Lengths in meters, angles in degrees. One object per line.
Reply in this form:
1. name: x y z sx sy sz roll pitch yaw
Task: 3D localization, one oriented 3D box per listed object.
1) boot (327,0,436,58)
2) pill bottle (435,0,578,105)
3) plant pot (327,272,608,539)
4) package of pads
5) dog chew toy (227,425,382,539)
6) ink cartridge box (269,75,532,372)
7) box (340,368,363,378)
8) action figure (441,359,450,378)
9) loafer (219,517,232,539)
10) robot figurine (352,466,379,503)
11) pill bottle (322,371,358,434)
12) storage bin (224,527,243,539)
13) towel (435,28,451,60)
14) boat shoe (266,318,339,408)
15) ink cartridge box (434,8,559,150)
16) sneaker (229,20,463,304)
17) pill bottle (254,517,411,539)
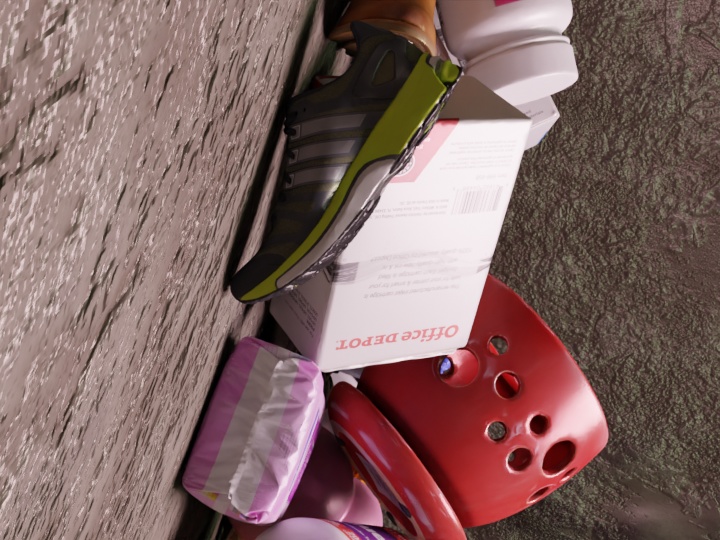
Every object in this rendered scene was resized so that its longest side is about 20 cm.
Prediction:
1. boot: 0.033 -0.223 0.823 0.200 0.073 0.156 -124 -128 -78
2. pill bottle: 0.116 -0.248 0.993 0.113 0.112 0.202 75 1 -85
3. plant pot: 0.081 0.125 1.000 0.182 0.201 0.201 -35 168 -13
4. package of pads: -0.076 0.130 0.888 0.200 0.075 0.121 97 16 -76
5. dog chew toy: -0.037 0.232 1.081 0.124 0.200 0.125 -34 -157 16
6. ink cartridge box: 0.026 -0.036 0.865 0.084 0.143 0.202 46 -48 46
7. box: 0.000 0.000 1.154 0.201 0.114 0.133 104 5 -55
8. action figure: 0.062 0.092 1.158 0.200 0.065 0.099 -48 173 -40
9. loafer: -0.118 0.280 1.217 0.071 0.072 0.202 91 8 -66
10. robot figurine: 0.032 0.197 1.221 0.199 0.058 0.146 -18 145 -54
11. pill bottle: -0.043 0.153 1.310 0.200 0.113 0.115 19 90 -87
12. storage bin: -0.069 0.341 1.018 0.094 0.199 0.199 -56 179 4
13. towel: 0.067 -0.164 1.064 0.191 0.032 0.202 59 9 -87
14. boat shoe: -0.055 0.092 1.084 0.200 0.073 0.075 101 8 -70
15. ink cartridge box: 0.108 -0.211 1.145 0.145 0.083 0.202 74 -8 -86
16. sneaker: -0.023 -0.066 0.732 0.201 0.081 0.074 -53 175 3
17. pill bottle: -0.010 0.262 0.947 0.200 0.112 0.114 28 80 -61
